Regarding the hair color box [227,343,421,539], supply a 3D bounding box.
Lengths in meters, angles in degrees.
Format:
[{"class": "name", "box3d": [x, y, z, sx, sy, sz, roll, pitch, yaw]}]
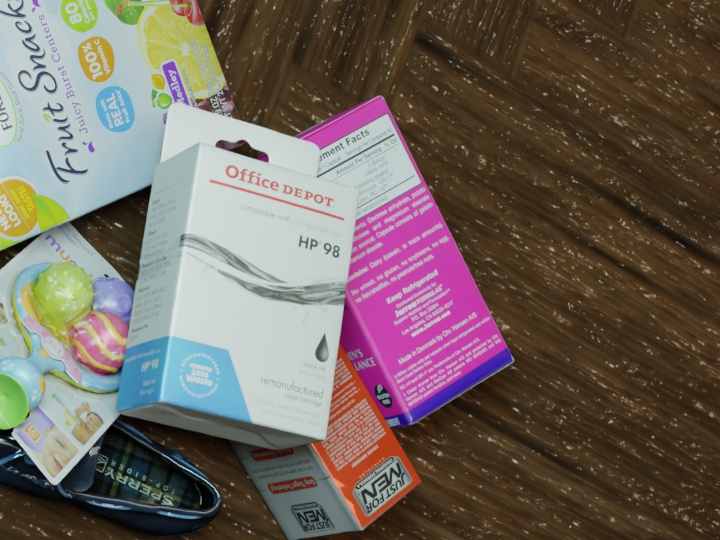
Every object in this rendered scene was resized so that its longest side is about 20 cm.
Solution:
[{"class": "hair color box", "box3d": [-0.054, 0.074, 1.488, 0.061, 0.101, 0.201, -35, 99, -31]}]

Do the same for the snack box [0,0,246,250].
[{"class": "snack box", "box3d": [-0.191, -0.122, 1.458, 0.199, 0.067, 0.170, -27, 101, -31]}]

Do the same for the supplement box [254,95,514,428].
[{"class": "supplement box", "box3d": [0.000, 0.000, 1.537, 0.103, 0.101, 0.201, -28, 94, -32]}]

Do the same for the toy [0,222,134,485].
[{"class": "toy", "box3d": [-0.173, 0.035, 1.394, 0.115, 0.047, 0.200, 49, 30, -6]}]

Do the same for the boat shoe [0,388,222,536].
[{"class": "boat shoe", "box3d": [-0.173, 0.106, 1.427, 0.199, 0.069, 0.085, 19, 70, -25]}]

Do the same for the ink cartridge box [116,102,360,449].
[{"class": "ink cartridge box", "box3d": [-0.071, -0.002, 1.395, 0.115, 0.067, 0.202, 15, 74, -26]}]
